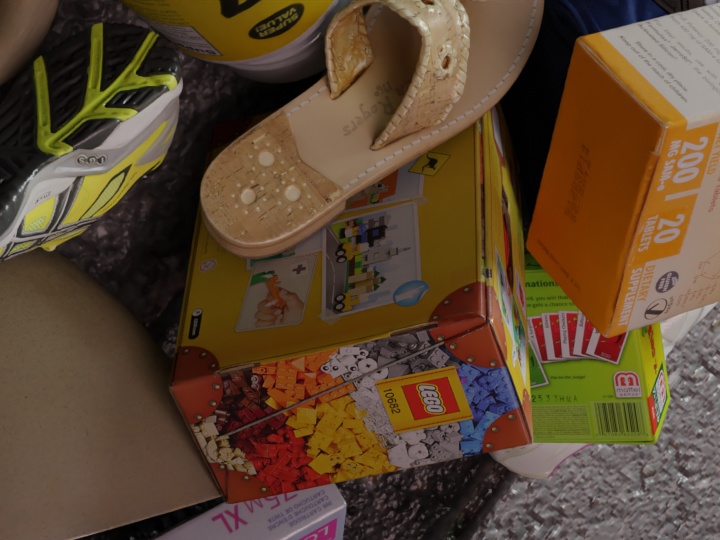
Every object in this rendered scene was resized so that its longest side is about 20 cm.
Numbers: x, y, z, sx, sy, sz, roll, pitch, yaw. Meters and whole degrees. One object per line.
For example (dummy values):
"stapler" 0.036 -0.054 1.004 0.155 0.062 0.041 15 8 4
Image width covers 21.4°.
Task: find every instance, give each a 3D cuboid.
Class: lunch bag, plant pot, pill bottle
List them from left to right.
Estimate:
"plant pot" -0.171 0.066 0.900 0.198 0.200 0.136 -13 85 -22
"pill bottle" -0.067 -0.160 0.848 0.115 0.114 0.200 -54 158 0
"lunch bag" 0.159 -0.093 1.019 0.131 0.136 0.201 -26 121 -15

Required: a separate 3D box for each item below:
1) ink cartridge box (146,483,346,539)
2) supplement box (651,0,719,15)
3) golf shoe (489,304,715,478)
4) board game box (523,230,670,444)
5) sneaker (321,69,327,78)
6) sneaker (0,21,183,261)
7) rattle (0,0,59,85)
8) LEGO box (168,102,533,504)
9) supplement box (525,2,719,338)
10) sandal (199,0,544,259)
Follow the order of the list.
"ink cartridge box" -0.069 0.175 0.996 0.119 0.042 0.201 -26 157 -18
"supplement box" 0.133 -0.216 0.929 0.109 0.200 0.061 -41 155 -7
"golf shoe" 0.145 0.043 1.108 0.199 0.075 0.092 -35 135 -9
"board game box" 0.054 0.036 0.994 0.198 0.048 0.103 -2 116 21
"sneaker" 0.031 -0.129 0.971 0.081 0.088 0.202 -12 113 -22
"sneaker" -0.157 -0.028 0.838 0.199 0.075 0.077 -32 148 -21
"rattle" -0.194 -0.159 0.883 0.131 0.142 0.201 57 41 -25
"LEGO box" 0.000 0.000 0.904 0.147 0.201 0.078 -12 128 13
"supplement box" 0.187 -0.059 0.899 0.198 0.074 0.127 -17 137 -27
"sandal" 0.013 -0.090 0.860 0.212 0.070 0.078 -43 80 -16
